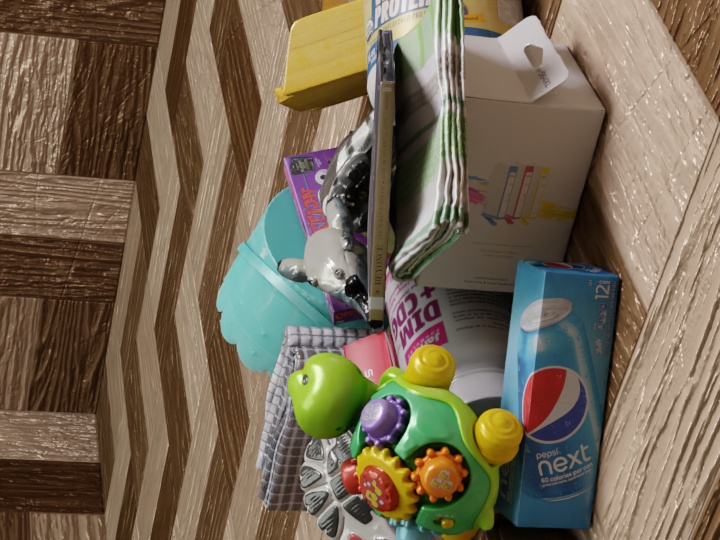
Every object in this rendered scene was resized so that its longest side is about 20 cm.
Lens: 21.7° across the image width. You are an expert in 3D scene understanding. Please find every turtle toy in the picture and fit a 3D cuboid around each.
[{"bbox_3d":[0.029,0.136,1.474,0.200,0.101,0.146,43,140,23],"label":"turtle toy"}]

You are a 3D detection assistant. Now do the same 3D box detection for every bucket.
[{"bbox_3d":[-0.038,0.016,1.948,0.135,0.206,0.208,116,154,-44],"label":"bucket"}]

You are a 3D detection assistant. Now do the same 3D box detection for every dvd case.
[{"bbox_3d":[0.016,-0.081,1.539,0.149,0.016,0.201,-91,3,-67],"label":"dvd case"}]

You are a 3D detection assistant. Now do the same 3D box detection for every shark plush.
[{"bbox_3d":[0.000,0.000,1.732,0.091,0.083,0.200,-55,23,-2],"label":"shark plush"}]

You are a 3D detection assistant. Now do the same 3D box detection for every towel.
[{"bbox_3d":[-0.011,0.155,1.865,0.086,0.165,0.201,-120,36,-55],"label":"towel"},{"bbox_3d":[0.047,-0.105,1.483,0.149,0.031,0.201,137,134,-66],"label":"towel"}]

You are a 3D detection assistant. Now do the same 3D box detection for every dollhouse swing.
[{"bbox_3d":[-0.011,-0.272,1.874,0.200,0.181,0.177,-13,-94,-83],"label":"dollhouse swing"}]

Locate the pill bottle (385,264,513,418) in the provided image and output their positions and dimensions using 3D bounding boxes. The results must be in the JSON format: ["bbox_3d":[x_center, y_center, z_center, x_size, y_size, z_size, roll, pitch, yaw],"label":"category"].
[{"bbox_3d":[0.088,0.070,1.609,0.201,0.113,0.114,-104,23,-48],"label":"pill bottle"}]

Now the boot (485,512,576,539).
[{"bbox_3d":[0.138,0.296,1.472,0.200,0.076,0.156,-125,37,-56],"label":"boot"}]

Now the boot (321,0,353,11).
[{"bbox_3d":[-0.016,-0.294,2.209,0.144,0.070,0.202,157,120,-80],"label":"boot"}]

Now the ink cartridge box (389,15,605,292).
[{"bbox_3d":[0.110,-0.100,1.547,0.129,0.124,0.201,-111,28,-57],"label":"ink cartridge box"}]

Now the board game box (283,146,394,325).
[{"bbox_3d":[0.004,-0.043,1.880,0.032,0.119,0.201,86,168,-55],"label":"board game box"}]

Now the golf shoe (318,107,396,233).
[{"bbox_3d":[0.021,-0.134,1.844,0.200,0.078,0.094,-52,25,-4],"label":"golf shoe"}]

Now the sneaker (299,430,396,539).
[{"bbox_3d":[0.013,0.240,1.791,0.201,0.080,0.083,60,-160,11],"label":"sneaker"}]

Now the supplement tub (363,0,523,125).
[{"bbox_3d":[0.073,-0.238,1.682,0.145,0.144,0.201,123,148,-61],"label":"supplement tub"}]

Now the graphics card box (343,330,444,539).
[{"bbox_3d":[0.042,0.159,1.693,0.200,0.051,0.126,59,-165,-54],"label":"graphics card box"}]

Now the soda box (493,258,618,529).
[{"bbox_3d":[0.150,0.095,1.465,0.068,0.064,0.201,-149,63,-73],"label":"soda box"}]

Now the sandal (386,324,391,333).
[{"bbox_3d":[0.059,0.059,1.778,0.057,0.080,0.202,31,111,43],"label":"sandal"}]
